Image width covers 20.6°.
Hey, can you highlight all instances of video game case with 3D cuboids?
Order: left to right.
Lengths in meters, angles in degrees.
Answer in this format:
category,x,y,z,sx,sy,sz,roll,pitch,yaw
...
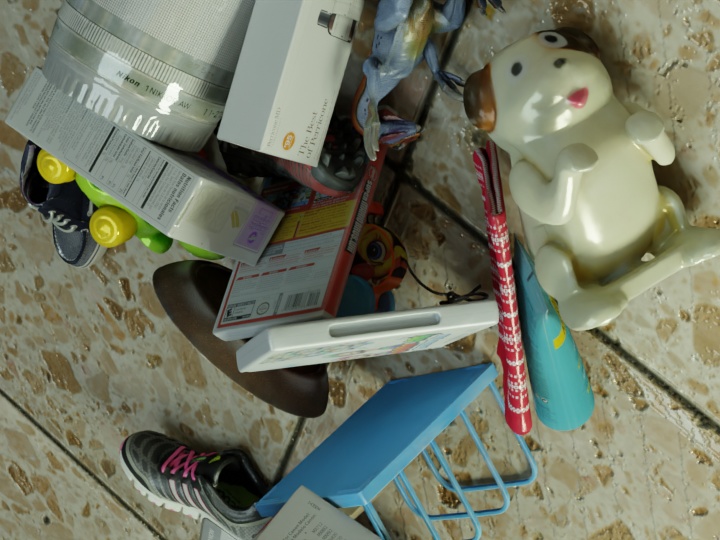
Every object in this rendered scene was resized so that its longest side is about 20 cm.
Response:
category,x,y,z,sx,sy,sz,roll,pitch,yaw
video game case,-0.047,-0.039,1.669,0.017,0.201,0.143,34,152,-34
video game case,0.001,0.054,1.597,0.200,0.181,0.024,146,117,-77

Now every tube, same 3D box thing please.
category,x,y,z,sx,sy,sz,roll,pitch,yaw
tube,0.149,0.057,1.582,0.200,0.050,0.078,68,176,-53

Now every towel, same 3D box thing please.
category,x,y,z,sx,sy,sz,roll,pitch,yaw
towel,0.114,0.015,1.591,0.022,0.145,0.201,-8,117,3

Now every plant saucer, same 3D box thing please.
category,x,y,z,sx,sy,sz,roll,pitch,yaw
plant saucer,-0.100,0.054,1.794,0.200,0.200,0.032,44,106,11

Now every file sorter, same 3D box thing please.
category,x,y,z,sx,sy,sz,roll,pitch,yaw
file sorter,0.039,0.190,1.726,0.138,0.200,0.123,-13,111,47

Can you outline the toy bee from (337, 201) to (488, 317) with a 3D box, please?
category,x,y,z,sx,sy,sz,roll,pitch,yaw
toy bee,0.000,0.000,1.718,0.131,0.199,0.109,87,171,-80

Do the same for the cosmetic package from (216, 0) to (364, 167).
category,x,y,z,sx,sy,sz,roll,pitch,yaw
cosmetic package,-0.045,-0.188,1.561,0.050,0.082,0.201,18,94,35

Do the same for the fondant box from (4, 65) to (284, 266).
category,x,y,z,sx,sy,sz,roll,pitch,yaw
fondant box,-0.179,-0.086,1.654,0.200,0.144,0.058,35,96,27

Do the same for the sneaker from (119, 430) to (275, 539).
category,x,y,z,sx,sy,sz,roll,pitch,yaw
sneaker,-0.157,0.209,2.020,0.199,0.074,0.088,31,135,18

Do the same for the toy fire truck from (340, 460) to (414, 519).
category,x,y,z,sx,sy,sz,roll,pitch,yaw
toy fire truck,0.015,0.271,1.878,0.176,0.129,0.200,36,146,20

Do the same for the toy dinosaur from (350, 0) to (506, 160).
category,x,y,z,sx,sy,sz,roll,pitch,yaw
toy dinosaur,0.042,-0.181,1.578,0.181,0.105,0.201,-37,55,52

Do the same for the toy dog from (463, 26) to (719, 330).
category,x,y,z,sx,sy,sz,roll,pitch,yaw
toy dog,0.164,-0.085,1.488,0.201,0.139,0.194,65,175,-14

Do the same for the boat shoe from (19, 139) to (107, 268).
category,x,y,z,sx,sy,sz,roll,pitch,yaw
boat shoe,-0.295,-0.069,1.945,0.075,0.093,0.201,32,134,24

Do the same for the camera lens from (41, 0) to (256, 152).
category,x,y,z,sx,sy,sz,roll,pitch,yaw
camera lens,-0.152,-0.218,1.612,0.160,0.160,0.201,33,101,23

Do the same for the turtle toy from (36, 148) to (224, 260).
category,x,y,z,sx,sy,sz,roll,pitch,yaw
turtle toy,-0.190,-0.085,1.817,0.200,0.146,0.101,49,118,4

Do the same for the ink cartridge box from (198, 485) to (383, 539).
category,x,y,z,sx,sy,sz,roll,pitch,yaw
ink cartridge box,-0.051,0.284,1.663,0.175,0.084,0.201,32,139,17

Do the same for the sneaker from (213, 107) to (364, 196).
category,x,y,z,sx,sy,sz,roll,pitch,yaw
sneaker,-0.066,-0.106,1.674,0.200,0.071,0.098,46,120,42
